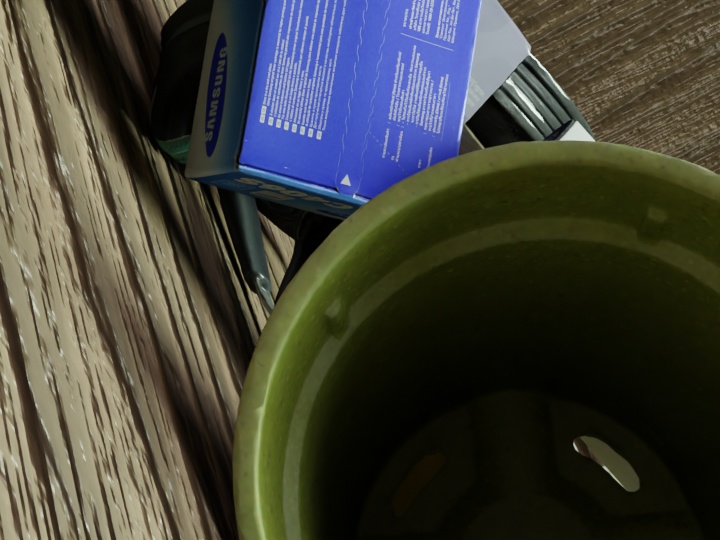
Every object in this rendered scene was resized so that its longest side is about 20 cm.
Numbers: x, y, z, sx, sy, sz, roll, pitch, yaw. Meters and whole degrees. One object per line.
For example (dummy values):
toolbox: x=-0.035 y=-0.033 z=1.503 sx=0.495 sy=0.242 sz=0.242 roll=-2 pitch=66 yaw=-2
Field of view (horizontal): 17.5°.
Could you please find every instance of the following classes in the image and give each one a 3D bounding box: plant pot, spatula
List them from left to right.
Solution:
spatula: x=-0.034 y=0.014 z=0.988 sx=0.057 sy=0.021 sz=0.200 roll=52 pitch=8 yaw=-47
plant pot: x=0.062 y=0.081 z=0.757 sx=0.184 sy=0.200 sz=0.201 roll=92 pitch=-26 yaw=-74

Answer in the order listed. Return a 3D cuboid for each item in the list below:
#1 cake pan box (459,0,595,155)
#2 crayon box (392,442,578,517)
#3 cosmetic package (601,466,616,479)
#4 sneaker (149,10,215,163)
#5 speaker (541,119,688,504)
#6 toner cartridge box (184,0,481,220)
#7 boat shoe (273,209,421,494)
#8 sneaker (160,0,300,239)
cake pan box: x=0.022 y=-0.102 z=1.077 sx=0.200 sy=0.052 sz=0.184 roll=39 pitch=-3 yaw=41
crayon box: x=0.049 y=0.096 z=0.983 sx=0.200 sy=0.051 sz=0.127 roll=62 pitch=31 yaw=-54
cosmetic package: x=0.139 y=0.193 z=1.005 sx=0.103 sy=0.087 sz=0.200 roll=-84 pitch=175 yaw=-53
sneaker: x=-0.050 y=-0.090 z=0.977 sx=0.200 sy=0.074 sz=0.088 roll=44 pitch=27 yaw=-74
speaker: x=0.117 y=0.043 z=0.889 sx=0.200 sy=0.081 sz=0.081 roll=49 pitch=4 yaw=-2
toner cartridge box: x=-0.001 y=-0.122 z=0.877 sx=0.043 sy=0.095 sz=0.201 roll=-5 pitch=-107 yaw=58
boat shoe: x=0.000 y=0.000 z=0.917 sx=0.057 sy=0.067 sz=0.200 roll=49 pitch=32 yaw=-34
sneaker: x=-0.032 y=-0.048 z=1.147 sx=0.200 sy=0.073 sz=0.082 roll=46 pitch=18 yaw=-44
